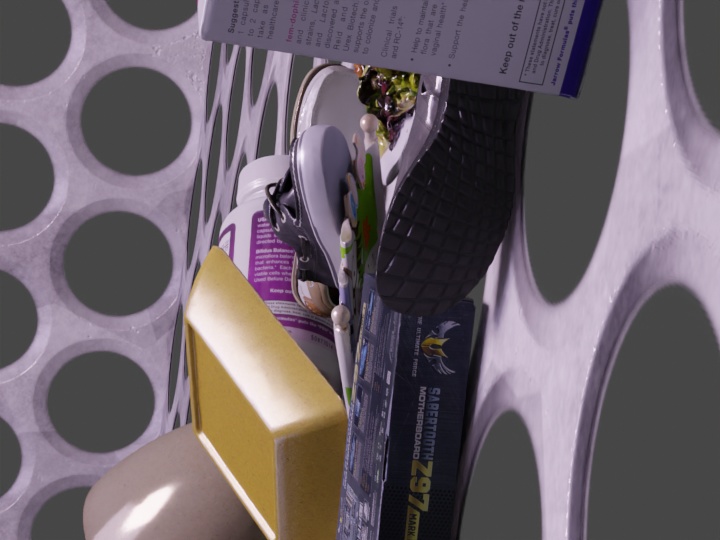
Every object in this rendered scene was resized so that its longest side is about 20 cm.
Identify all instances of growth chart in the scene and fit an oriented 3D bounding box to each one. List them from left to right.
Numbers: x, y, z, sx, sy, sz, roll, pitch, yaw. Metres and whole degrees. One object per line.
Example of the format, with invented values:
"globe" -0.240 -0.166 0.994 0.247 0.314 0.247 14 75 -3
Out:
"growth chart" 0.000 0.000 1.359 0.145 0.018 0.201 81 -167 -47

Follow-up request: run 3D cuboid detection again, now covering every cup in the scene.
"cup" -0.113 0.203 1.641 0.143 0.200 0.201 -48 26 26

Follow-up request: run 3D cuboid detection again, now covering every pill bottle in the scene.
"pill bottle" -0.067 0.008 1.641 0.112 0.111 0.201 114 161 -59

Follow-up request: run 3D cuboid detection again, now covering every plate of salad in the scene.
"plate of salad" 0.022 -0.164 1.425 0.200 0.048 0.202 -174 90 -80

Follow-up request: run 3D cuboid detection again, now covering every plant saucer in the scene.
"plant saucer" -0.078 0.115 1.466 0.200 0.048 0.201 49 152 37

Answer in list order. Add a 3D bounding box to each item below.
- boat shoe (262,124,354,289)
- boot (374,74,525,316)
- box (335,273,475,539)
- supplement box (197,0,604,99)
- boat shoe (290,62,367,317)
"boat shoe" -0.037 -0.042 1.383 0.200 0.066 0.070 69 -155 -67
"boot" 0.055 -0.075 1.154 0.132 0.069 0.201 -133 63 -80
"box" 0.025 0.107 1.219 0.158 0.051 0.202 -157 74 -80
"supplement box" 0.020 -0.166 0.995 0.101 0.198 0.104 -102 20 -60
"boat shoe" -0.016 -0.063 1.532 0.068 0.074 0.202 -163 73 -74
